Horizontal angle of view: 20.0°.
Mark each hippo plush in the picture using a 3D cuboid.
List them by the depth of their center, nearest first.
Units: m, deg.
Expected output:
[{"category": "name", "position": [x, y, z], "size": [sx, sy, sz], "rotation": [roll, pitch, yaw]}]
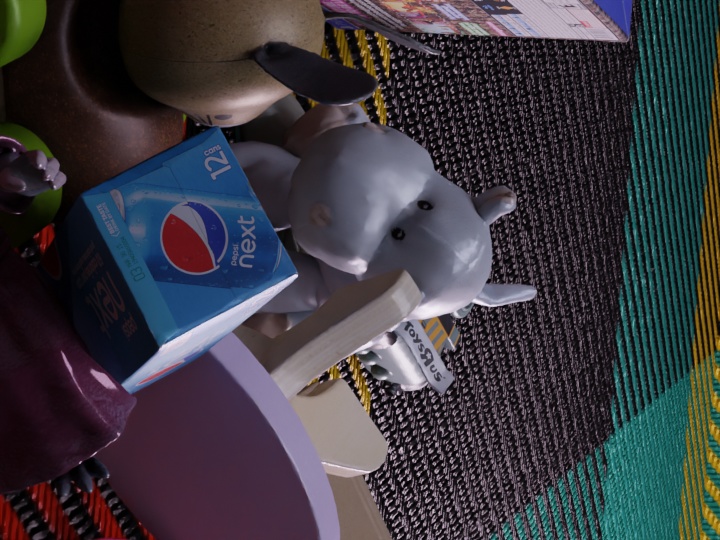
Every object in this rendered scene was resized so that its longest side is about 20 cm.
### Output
[{"category": "hippo plush", "position": [0.000, 0.000, 1.127], "size": [0.159, 0.200, 0.161], "rotation": [-46, -171, -9]}]

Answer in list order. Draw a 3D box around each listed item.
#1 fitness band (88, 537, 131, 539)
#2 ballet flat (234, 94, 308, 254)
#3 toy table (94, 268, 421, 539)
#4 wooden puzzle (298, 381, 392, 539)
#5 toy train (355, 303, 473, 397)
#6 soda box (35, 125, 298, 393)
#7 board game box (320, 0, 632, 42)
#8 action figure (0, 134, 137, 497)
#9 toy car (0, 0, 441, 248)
[{"category": "fitness band", "position": [-0.103, 0.227, 1.022], "size": [0.200, 0.037, 0.144], "rotation": [48, 46, -16]}, {"category": "ballet flat", "position": [-0.031, -0.037, 1.252], "size": [0.067, 0.064, 0.200], "rotation": [-59, 149, -51]}, {"category": "toy table", "position": [-0.063, 0.060, 1.046], "size": [0.117, 0.183, 0.200], "rotation": [-50, 125, -45]}, {"category": "wooden puzzle", "position": [-0.029, 0.178, 1.282], "size": [0.185, 0.037, 0.200], "rotation": [65, 21, -2]}, {"category": "toy train", "position": [0.023, 0.012, 1.408], "size": [0.114, 0.085, 0.200], "rotation": [-65, 158, -16]}, {"category": "soda box", "position": [-0.090, 0.006, 0.853], "size": [0.068, 0.064, 0.200], "rotation": [61, -20, 3]}, {"category": "board game box", "position": [0.057, -0.206, 1.246], "size": [0.159, 0.199, 0.097], "rotation": [16, 80, -71]}, {"category": "action figure", "position": [-0.160, -0.008, 0.807], "size": [0.149, 0.134, 0.200], "rotation": [-95, 166, -66]}, {"category": "toy car", "position": [-0.071, -0.091, 0.914], "size": [0.164, 0.199, 0.158], "rotation": [-45, 137, -61]}]
